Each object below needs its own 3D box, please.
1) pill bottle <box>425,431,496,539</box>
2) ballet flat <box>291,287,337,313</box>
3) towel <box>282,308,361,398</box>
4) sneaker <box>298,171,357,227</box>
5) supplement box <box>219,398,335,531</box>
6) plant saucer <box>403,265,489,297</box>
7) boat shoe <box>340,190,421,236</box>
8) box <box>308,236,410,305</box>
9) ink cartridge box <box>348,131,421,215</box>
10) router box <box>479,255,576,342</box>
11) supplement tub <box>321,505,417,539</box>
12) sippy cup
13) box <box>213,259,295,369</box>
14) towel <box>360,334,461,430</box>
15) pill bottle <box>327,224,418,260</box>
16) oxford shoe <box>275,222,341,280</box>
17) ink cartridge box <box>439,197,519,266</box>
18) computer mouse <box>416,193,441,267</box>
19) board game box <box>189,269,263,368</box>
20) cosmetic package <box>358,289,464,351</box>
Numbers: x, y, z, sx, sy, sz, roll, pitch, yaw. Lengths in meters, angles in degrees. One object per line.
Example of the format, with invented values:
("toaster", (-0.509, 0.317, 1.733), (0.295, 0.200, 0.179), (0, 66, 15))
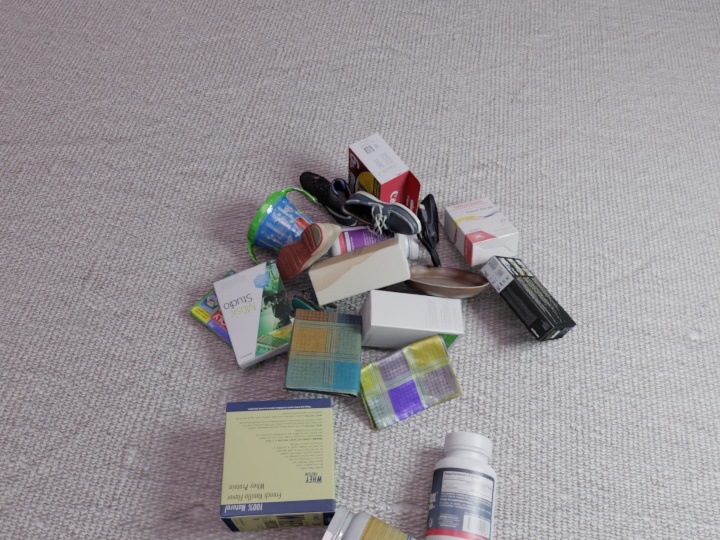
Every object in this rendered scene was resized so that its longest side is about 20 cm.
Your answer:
("pill bottle", (0.188, 0.408, 1.120), (0.118, 0.120, 0.202), (10, 59, 4))
("ballet flat", (-0.060, 0.105, 1.325), (0.200, 0.074, 0.074), (41, 66, 17))
("towel", (-0.070, 0.160, 1.209), (0.145, 0.022, 0.201), (7, 43, -4))
("sneaker", (-0.075, -0.200, 1.478), (0.073, 0.112, 0.200), (-36, 67, -22))
("supplement box", (-0.145, 0.357, 1.128), (0.198, 0.135, 0.201), (-2, 59, -3))
("plant saucer", (0.179, 0.025, 1.339), (0.198, 0.200, 0.032), (4, 103, -1))
("boat shoe", (0.041, -0.118, 1.326), (0.199, 0.075, 0.062), (31, 49, 32))
("box", (0.000, 0.000, 1.285), (0.198, 0.095, 0.078), (-17, 102, 6))
("ink cartridge box", (0.050, -0.181, 1.419), (0.083, 0.201, 0.176), (-29, 63, -18))
("router box", (0.364, 0.058, 1.328), (0.149, 0.051, 0.201), (4, 45, -53))
("supplement tub", (0.027, 0.505, 1.040), (0.199, 0.145, 0.145), (25, 61, 12))
("sippy cup", (-0.170, -0.090, 1.406), (0.130, 0.179, 0.140), (33, 34, 5))
("box", (-0.217, 0.089, 1.299), (0.143, 0.036, 0.201), (-22, 66, -6))
("towel", (0.097, 0.225, 1.232), (0.198, 0.023, 0.145), (-20, 103, -10))
("pill bottle", (0.026, -0.050, 1.392), (0.198, 0.113, 0.113), (-7, 59, -7))
("oxford shoe", (-0.112, -0.036, 1.318), (0.073, 0.200, 0.071), (-11, 73, -45))
("ink cartridge box", (0.268, -0.103, 1.423), (0.115, 0.068, 0.201), (-14, 38, -11))
("computer mouse", (0.147, -0.115, 1.424), (0.046, 0.141, 0.202), (-12, 52, 17))
("board game box", (-0.255, 0.102, 1.339), (0.199, 0.029, 0.135), (34, 63, 17))
("cosmetic package", (0.103, 0.108, 1.284), (0.198, 0.108, 0.086), (5, 59, -11))
